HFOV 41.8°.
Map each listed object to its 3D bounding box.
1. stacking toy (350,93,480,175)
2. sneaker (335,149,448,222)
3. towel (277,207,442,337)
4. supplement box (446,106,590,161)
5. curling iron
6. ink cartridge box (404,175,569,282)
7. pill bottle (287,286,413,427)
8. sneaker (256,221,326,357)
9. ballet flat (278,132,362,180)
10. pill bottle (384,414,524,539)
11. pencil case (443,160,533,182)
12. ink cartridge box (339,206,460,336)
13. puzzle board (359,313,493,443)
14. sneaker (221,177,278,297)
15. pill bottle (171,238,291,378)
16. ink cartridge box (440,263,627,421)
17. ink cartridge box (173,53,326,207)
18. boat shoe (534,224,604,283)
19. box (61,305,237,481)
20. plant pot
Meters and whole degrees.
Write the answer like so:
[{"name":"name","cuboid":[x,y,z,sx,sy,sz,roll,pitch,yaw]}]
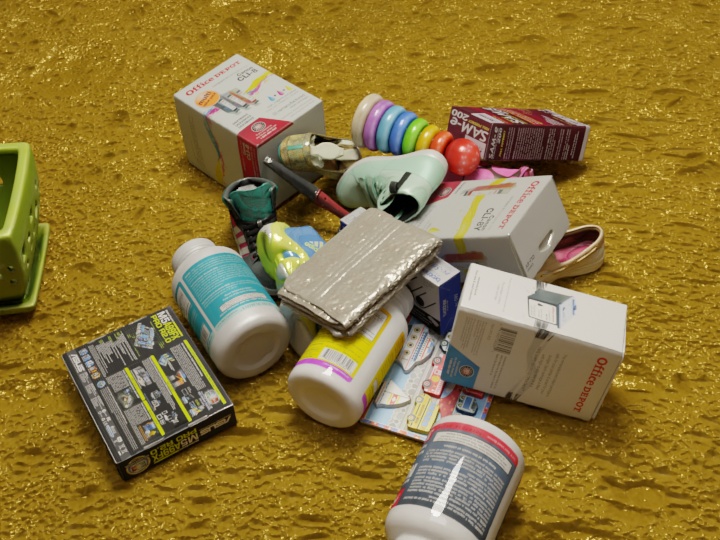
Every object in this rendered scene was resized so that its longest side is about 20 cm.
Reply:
[{"name":"stacking toy","cuboid":[0.089,-0.196,1.412,0.199,0.086,0.085,23,52,20]},{"name":"sneaker","cuboid":[0.023,-0.111,1.386,0.200,0.074,0.118,-13,32,40]},{"name":"towel","cuboid":[0.000,0.000,1.222,0.132,0.035,0.200,28,57,36]},{"name":"supplement box","cuboid":[0.245,-0.213,1.468,0.199,0.061,0.109,-5,25,-31]},{"name":"curling iron","cuboid":[-0.062,-0.103,1.394,0.200,0.026,0.050,42,35,-6]},{"name":"ink cartridge box","cuboid":[0.168,-0.058,1.318,0.199,0.084,0.145,1,39,42]},{"name":"pill bottle","cuboid":[-0.005,0.097,1.220,0.104,0.105,0.200,19,50,20]},{"name":"sneaker","cuboid":[-0.066,0.020,1.293,0.105,0.076,0.201,-12,76,-30]},{"name":"ballet flat","cuboid":[-0.041,-0.177,1.448,0.071,0.071,0.200,35,21,30]},{"name":"pill bottle","cuboid":[0.095,0.271,1.041,0.119,0.120,0.200,18,50,19]},{"name":"pencil case","cuboid":[0.163,-0.147,1.454,0.199,0.091,0.094,21,58,23]},{"name":"ink cartridge box","cuboid":[0.054,-0.001,1.305,0.044,0.094,0.200,-33,48,-26]},{"name":"puzzle board","cuboid":[0.103,0.139,1.236,0.150,0.017,0.200,15,49,16]},{"name":"sneaker","cuboid":[-0.146,-0.065,1.366,0.083,0.121,0.200,-18,49,-14]},{"name":"pill bottle","cuboid":[-0.184,0.042,1.274,0.110,0.111,0.200,-25,51,-19]},{"name":"ink cartridge box","cuboid":[0.212,0.091,1.170,0.199,0.147,0.086,14,47,5]},{"name":"ink cartridge box","cuboid":[-0.172,-0.219,1.496,0.200,0.145,0.145,32,57,29]},{"name":"boat shoe","cuboid":[0.258,-0.019,1.341,0.199,0.069,0.074,-20,49,-15]},{"name":"box","cuboid":[-0.275,0.153,1.220,0.160,0.044,0.200,-26,51,-21]},{"name":"plant pot","cuboid":[-0.547,-0.042,1.320,0.199,0.182,0.200,-5,47,-3]}]
